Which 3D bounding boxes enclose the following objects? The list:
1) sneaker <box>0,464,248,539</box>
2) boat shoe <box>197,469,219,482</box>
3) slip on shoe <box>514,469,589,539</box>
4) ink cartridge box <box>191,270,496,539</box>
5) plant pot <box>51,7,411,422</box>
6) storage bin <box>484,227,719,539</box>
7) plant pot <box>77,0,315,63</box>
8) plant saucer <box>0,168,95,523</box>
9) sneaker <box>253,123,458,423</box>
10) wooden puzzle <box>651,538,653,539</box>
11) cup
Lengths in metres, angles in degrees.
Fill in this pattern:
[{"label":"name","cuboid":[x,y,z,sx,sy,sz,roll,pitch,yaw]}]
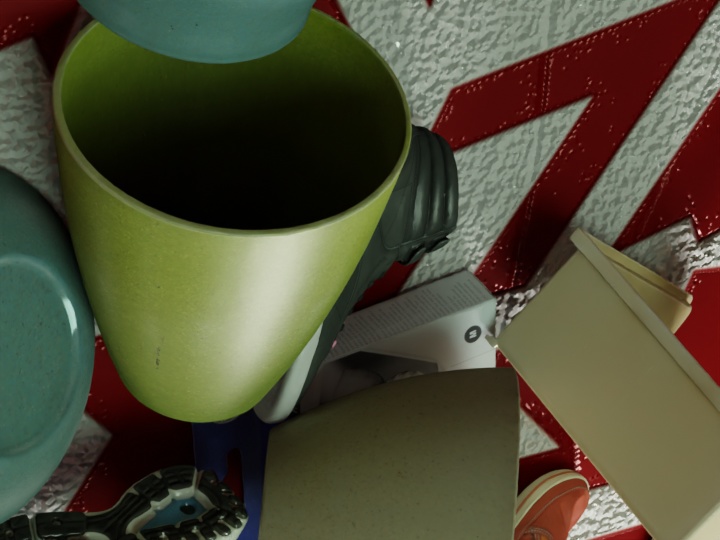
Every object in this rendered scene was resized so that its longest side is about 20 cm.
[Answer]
[{"label":"sneaker","cuboid":[-0.152,0.184,1.414,0.199,0.078,0.090,-15,136,-34]},{"label":"boat shoe","cuboid":[-0.123,0.206,1.550,0.069,0.071,0.201,-5,127,-14]},{"label":"slip on shoe","cuboid":[0.108,0.200,1.650,0.200,0.061,0.074,-44,152,-51]},{"label":"ink cartridge box","cuboid":[-0.006,0.116,1.576,0.199,0.041,0.201,-19,130,-21]},{"label":"plant pot","cuboid":[-0.081,-0.017,1.357,0.186,0.188,0.201,-14,141,-25]},{"label":"storage bin","cuboid":[0.205,0.096,1.565,0.094,0.200,0.198,-47,149,12]},{"label":"plant pot","cuboid":[-0.064,-0.213,1.214,0.199,0.201,0.189,-8,141,-29]},{"label":"plant saucer","cuboid":[-0.198,0.044,1.330,0.200,0.038,0.203,-9,101,-52]},{"label":"sneaker","cuboid":[0.000,0.000,1.465,0.099,0.071,0.201,8,106,-33]},{"label":"wooden puzzle","cuboid":[0.282,0.231,1.855,0.199,0.037,0.186,7,117,-32]},{"label":"cup","cuboid":[0.011,0.151,1.474,0.142,0.201,0.202,5,123,-2]}]
